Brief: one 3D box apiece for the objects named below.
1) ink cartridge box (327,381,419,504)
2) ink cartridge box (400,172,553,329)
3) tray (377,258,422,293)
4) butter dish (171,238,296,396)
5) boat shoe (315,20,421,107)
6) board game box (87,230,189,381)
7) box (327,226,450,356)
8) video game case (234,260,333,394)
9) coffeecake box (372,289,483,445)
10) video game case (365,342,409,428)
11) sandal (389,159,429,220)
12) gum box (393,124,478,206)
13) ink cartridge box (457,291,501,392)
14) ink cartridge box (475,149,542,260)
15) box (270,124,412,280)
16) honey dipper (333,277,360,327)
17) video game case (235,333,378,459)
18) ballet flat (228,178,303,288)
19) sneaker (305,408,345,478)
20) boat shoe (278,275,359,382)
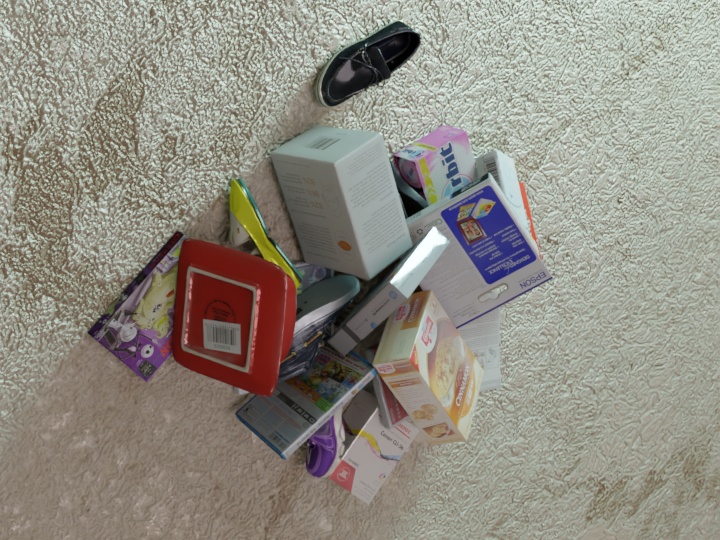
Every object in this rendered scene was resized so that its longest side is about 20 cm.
[{"bbox_3d":[0.020,0.290,1.859,0.116,0.067,0.200,40,81,-36],"label":"ink cartridge box"},{"bbox_3d":[0.176,-0.028,1.722,0.197,0.047,0.200,-29,111,18],"label":"ink cartridge box"},{"bbox_3d":[0.129,-0.009,1.787,0.199,0.037,0.099,-16,120,12],"label":"tray"},{"bbox_3d":[-0.164,0.059,1.575,0.148,0.199,0.200,-15,116,-57],"label":"butter dish"},{"bbox_3d":[0.013,-0.322,1.657,0.200,0.062,0.075,-38,125,-18],"label":"boat shoe"},{"bbox_3d":[-0.295,0.054,1.588,0.200,0.032,0.120,-51,131,-11],"label":"board game box"},{"bbox_3d":[0.044,0.033,1.665,0.041,0.200,0.156,41,47,-1],"label":"box"},{"bbox_3d":[-0.123,0.087,1.721,0.181,0.023,0.201,-12,112,-32],"label":"video game case"},{"bbox_3d":[0.113,0.158,1.724,0.200,0.073,0.154,55,37,-31],"label":"coffeecake box"},{"bbox_3d":[0.096,0.171,1.857,0.200,0.017,0.144,-24,104,-42],"label":"video game case"},{"bbox_3d":[0.047,-0.125,1.737,0.200,0.076,0.043,49,56,-25],"label":"sandal"},{"bbox_3d":[0.142,-0.129,1.806,0.113,0.066,0.201,-33,122,-23],"label":"gum box"},{"bbox_3d":[0.172,0.131,1.889,0.200,0.045,0.177,-4,96,-44],"label":"ink cartridge box"},{"bbox_3d":[0.273,-0.105,1.834,0.200,0.047,0.161,14,61,-56],"label":"ink cartridge box"},{"bbox_3d":[-0.028,-0.107,1.634,0.106,0.152,0.201,-36,124,-32],"label":"box"},{"bbox_3d":[0.000,0.000,1.773,0.038,0.038,0.201,14,93,-37],"label":"honey dipper"},{"bbox_3d":[-0.086,0.194,1.679,0.200,0.143,0.018,-42,129,-16],"label":"video game case"},{"bbox_3d":[-0.159,-0.042,1.620,0.067,0.067,0.200,-33,113,-6],"label":"ballet flat"},{"bbox_3d":[-0.077,0.251,1.767,0.083,0.081,0.201,-9,111,-37],"label":"sneaker"},{"bbox_3d":[-0.077,0.091,1.703,0.200,0.071,0.091,-34,126,-15],"label":"boat shoe"}]
